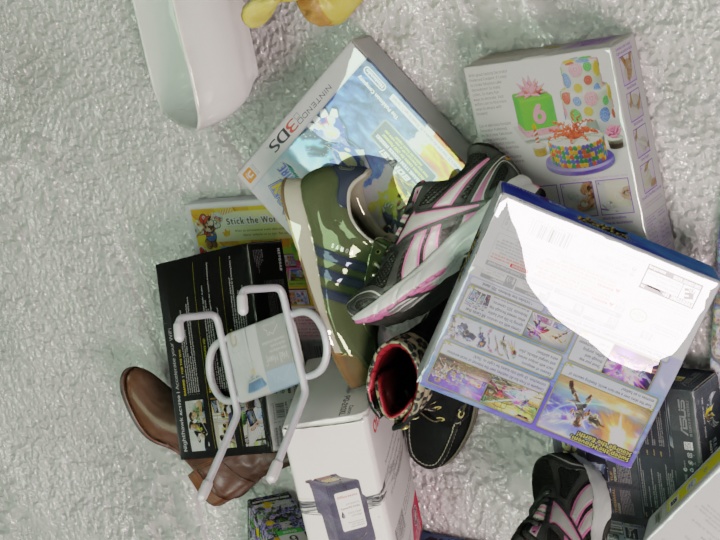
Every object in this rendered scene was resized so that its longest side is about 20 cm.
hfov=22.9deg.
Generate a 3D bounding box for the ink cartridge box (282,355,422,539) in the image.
[{"bbox_3d":[-0.004,0.196,1.684,0.084,0.145,0.201,-7,113,12],"label":"ink cartridge box"}]

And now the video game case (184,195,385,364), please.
[{"bbox_3d":[-0.074,0.014,1.768,0.199,0.023,0.183,-2,107,35],"label":"video game case"}]

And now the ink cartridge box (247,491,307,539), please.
[{"bbox_3d":[-0.063,0.322,1.795,0.200,0.050,0.110,-130,36,-58],"label":"ink cartridge box"}]

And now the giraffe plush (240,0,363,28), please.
[{"bbox_3d":[-0.051,-0.283,1.545,0.199,0.162,0.174,16,116,28],"label":"giraffe plush"}]

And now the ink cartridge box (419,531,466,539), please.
[{"bbox_3d":[0.044,0.334,1.782,0.199,0.076,0.138,5,110,31],"label":"ink cartridge box"}]

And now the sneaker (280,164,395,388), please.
[{"bbox_3d":[0.000,0.000,1.599,0.089,0.067,0.202,-18,93,13],"label":"sneaker"}]

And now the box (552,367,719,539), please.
[{"bbox_3d":[0.251,0.183,1.594,0.157,0.051,0.202,3,110,39],"label":"box"}]

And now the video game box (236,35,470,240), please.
[{"bbox_3d":[0.008,-0.082,1.644,0.200,0.047,0.182,47,118,9],"label":"video game box"}]

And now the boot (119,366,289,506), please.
[{"bbox_3d":[-0.133,0.138,1.827,0.187,0.064,0.200,49,132,-9],"label":"boot"}]

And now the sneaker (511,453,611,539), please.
[{"bbox_3d":[0.166,0.229,1.523,0.086,0.201,0.081,15,123,-16],"label":"sneaker"}]

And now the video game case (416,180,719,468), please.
[{"bbox_3d":[0.172,0.046,1.489,0.199,0.045,0.182,22,107,-4],"label":"video game case"}]

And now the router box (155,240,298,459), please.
[{"bbox_3d":[-0.127,0.080,1.740,0.149,0.051,0.202,-10,86,46],"label":"router box"}]

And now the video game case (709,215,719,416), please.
[{"bbox_3d":[0.365,0.042,1.493,0.142,0.018,0.201,12,114,30],"label":"video game case"}]

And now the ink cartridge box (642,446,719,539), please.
[{"bbox_3d":[0.347,0.249,1.515,0.197,0.047,0.200,39,113,-6],"label":"ink cartridge box"}]

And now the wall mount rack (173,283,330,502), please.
[{"bbox_3d":[-0.104,0.111,1.618,0.200,0.074,0.175,-22,78,51],"label":"wall mount rack"}]

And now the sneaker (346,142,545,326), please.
[{"bbox_3d":[0.064,-0.032,1.548,0.200,0.080,0.087,-38,70,10],"label":"sneaker"}]

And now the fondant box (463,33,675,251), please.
[{"bbox_3d":[0.181,-0.093,1.536,0.143,0.058,0.201,-4,107,35],"label":"fondant box"}]

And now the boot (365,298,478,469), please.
[{"bbox_3d":[0.053,0.117,1.641,0.073,0.154,0.205,26,121,21],"label":"boot"}]

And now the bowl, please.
[{"bbox_3d":[-0.157,-0.238,1.648,0.200,0.074,0.201,-150,45,-68],"label":"bowl"}]
